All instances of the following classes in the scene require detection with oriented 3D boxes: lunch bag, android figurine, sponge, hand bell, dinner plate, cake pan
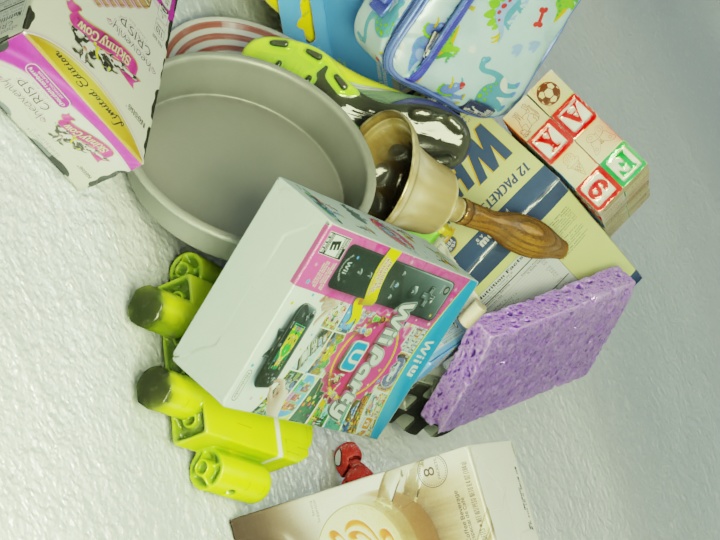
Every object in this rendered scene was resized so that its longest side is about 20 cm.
[{"bbox_3d":[0.098,-0.230,1.472,0.160,0.200,0.082,23,18,-42],"label":"lunch bag"},{"bbox_3d":[-0.095,0.079,1.323,0.200,0.041,0.183,26,49,-56],"label":"android figurine"},{"bbox_3d":[0.144,0.066,1.527,0.199,0.112,0.030,-17,52,-43],"label":"sponge"},{"bbox_3d":[0.085,-0.045,1.425,0.199,0.104,0.105,20,52,-33],"label":"hand bell"},{"bbox_3d":[-0.076,-0.126,1.457,0.199,0.024,0.201,22,39,-19],"label":"dinner plate"},{"bbox_3d":[-0.087,-0.081,1.343,0.199,0.037,0.201,14,45,-14],"label":"cake pan"}]

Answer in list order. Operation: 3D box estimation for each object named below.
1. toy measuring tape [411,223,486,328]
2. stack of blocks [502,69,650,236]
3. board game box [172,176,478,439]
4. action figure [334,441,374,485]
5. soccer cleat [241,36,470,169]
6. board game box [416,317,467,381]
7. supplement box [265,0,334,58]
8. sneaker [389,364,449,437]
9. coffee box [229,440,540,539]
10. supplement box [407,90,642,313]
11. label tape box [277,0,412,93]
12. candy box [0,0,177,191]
[{"bbox_3d":[0.038,-0.034,1.469,0.074,0.073,0.200,42,15,-45],"label":"toy measuring tape"},{"bbox_3d":[0.193,-0.098,1.588,0.115,0.059,0.200,45,3,11],"label":"stack of blocks"},{"bbox_3d":[-0.021,0.033,1.288,0.064,0.148,0.200,38,10,33],"label":"board game box"},{"bbox_3d":[0.005,0.223,1.413,0.065,0.051,0.201,45,29,-51],"label":"action figure"},{"bbox_3d":[-0.006,-0.130,1.463,0.084,0.199,0.065,-166,-81,-85],"label":"soccer cleat"},{"bbox_3d":[0.000,0.000,1.478,0.200,0.037,0.151,47,20,7],"label":"board game box"},{"bbox_3d":[-0.023,-0.258,1.596,0.200,0.109,0.110,39,9,-49],"label":"supplement box"},{"bbox_3d":[0.007,0.073,1.518,0.200,0.074,0.089,33,24,-48],"label":"sneaker"},{"bbox_3d":[0.021,0.202,1.278,0.080,0.199,0.115,3,68,-62],"label":"coffee box"},{"bbox_3d":[0.111,-0.043,1.614,0.200,0.134,0.200,46,3,38],"label":"supplement box"},{"bbox_3d":[0.034,-0.226,1.534,0.063,0.199,0.145,49,-22,41],"label":"label tape box"},{"bbox_3d":[-0.199,-0.176,1.277,0.136,0.061,0.201,49,32,-38],"label":"candy box"}]
